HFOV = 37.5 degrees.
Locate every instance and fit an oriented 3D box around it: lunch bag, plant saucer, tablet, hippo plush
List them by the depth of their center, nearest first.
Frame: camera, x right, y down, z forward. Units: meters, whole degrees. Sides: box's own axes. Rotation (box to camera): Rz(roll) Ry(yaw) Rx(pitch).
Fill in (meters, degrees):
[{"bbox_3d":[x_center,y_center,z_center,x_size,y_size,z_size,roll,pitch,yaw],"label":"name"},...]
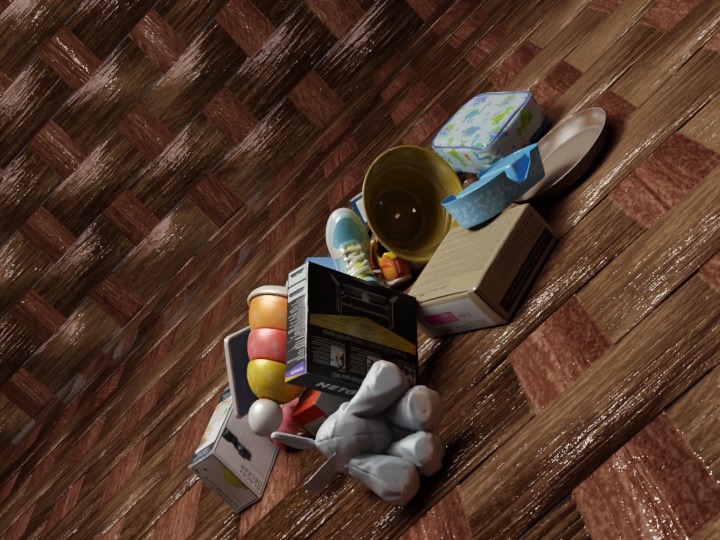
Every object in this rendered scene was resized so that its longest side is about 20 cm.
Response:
[{"bbox_3d":[0.017,0.228,1.327,0.199,0.160,0.161,-34,-17,-12],"label":"hippo plush"},{"bbox_3d":[0.311,-0.171,1.652,0.200,0.032,0.201,-42,16,15],"label":"plant saucer"},{"bbox_3d":[-0.158,0.148,1.715,0.013,0.133,0.199,-3,10,26],"label":"tablet"},{"bbox_3d":[0.234,-0.249,1.902,0.161,0.083,0.199,-49,26,-15],"label":"lunch bag"}]

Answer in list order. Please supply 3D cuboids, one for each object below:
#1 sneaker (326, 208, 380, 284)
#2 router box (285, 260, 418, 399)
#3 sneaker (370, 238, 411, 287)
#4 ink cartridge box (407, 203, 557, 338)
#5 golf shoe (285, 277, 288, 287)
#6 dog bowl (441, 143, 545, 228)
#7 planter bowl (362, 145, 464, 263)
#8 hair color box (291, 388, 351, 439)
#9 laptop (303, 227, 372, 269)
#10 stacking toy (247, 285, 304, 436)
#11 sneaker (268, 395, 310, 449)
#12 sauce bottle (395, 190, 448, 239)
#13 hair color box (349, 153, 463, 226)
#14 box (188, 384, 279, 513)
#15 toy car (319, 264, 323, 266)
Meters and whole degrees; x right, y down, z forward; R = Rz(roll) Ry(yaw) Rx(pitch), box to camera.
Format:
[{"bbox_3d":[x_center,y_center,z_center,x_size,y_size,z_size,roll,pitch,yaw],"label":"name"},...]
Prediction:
[{"bbox_3d":[0.000,0.000,1.805,0.078,0.203,0.131,-18,21,-10],"label":"sneaker"},{"bbox_3d":[-0.009,0.092,1.448,0.052,0.198,0.160,-28,53,45],"label":"router box"},{"bbox_3d":[0.045,-0.031,1.896,0.072,0.078,0.200,-19,16,-14],"label":"sneaker"},{"bbox_3d":[0.167,0.004,1.523,0.166,0.075,0.199,-56,19,-25],"label":"ink cartridge box"},{"bbox_3d":[-0.082,0.066,1.833,0.202,0.093,0.079,86,-169,-51],"label":"golf shoe"},{"bbox_3d":[0.204,-0.124,1.579,0.111,0.050,0.199,-23,11,47],"label":"dog bowl"},{"bbox_3d":[0.078,-0.102,1.799,0.201,0.200,0.083,-54,10,-26],"label":"planter bowl"},{"bbox_3d":[-0.008,0.162,1.529,0.064,0.111,0.201,-31,22,42],"label":"hair color box"},{"bbox_3d":[-0.070,-0.005,2.061,0.201,0.114,0.188,110,-174,-47],"label":"laptop"},{"bbox_3d":[-0.117,0.136,1.493,0.145,0.145,0.203,-21,46,56],"label":"stacking toy"},{"bbox_3d":[-0.093,0.222,1.652,0.073,0.087,0.200,-31,-4,-38],"label":"sneaker"},{"bbox_3d":[0.116,-0.098,1.927,0.199,0.066,0.066,-29,23,53],"label":"sauce bottle"},{"bbox_3d":[0.087,-0.155,1.994,0.198,0.061,0.100,-27,1,-26],"label":"hair color box"},{"bbox_3d":[-0.192,0.278,1.722,0.060,0.117,0.201,-33,19,29],"label":"box"},{"bbox_3d":[-0.045,0.122,1.668,0.157,0.164,0.201,-41,29,16],"label":"toy car"}]
